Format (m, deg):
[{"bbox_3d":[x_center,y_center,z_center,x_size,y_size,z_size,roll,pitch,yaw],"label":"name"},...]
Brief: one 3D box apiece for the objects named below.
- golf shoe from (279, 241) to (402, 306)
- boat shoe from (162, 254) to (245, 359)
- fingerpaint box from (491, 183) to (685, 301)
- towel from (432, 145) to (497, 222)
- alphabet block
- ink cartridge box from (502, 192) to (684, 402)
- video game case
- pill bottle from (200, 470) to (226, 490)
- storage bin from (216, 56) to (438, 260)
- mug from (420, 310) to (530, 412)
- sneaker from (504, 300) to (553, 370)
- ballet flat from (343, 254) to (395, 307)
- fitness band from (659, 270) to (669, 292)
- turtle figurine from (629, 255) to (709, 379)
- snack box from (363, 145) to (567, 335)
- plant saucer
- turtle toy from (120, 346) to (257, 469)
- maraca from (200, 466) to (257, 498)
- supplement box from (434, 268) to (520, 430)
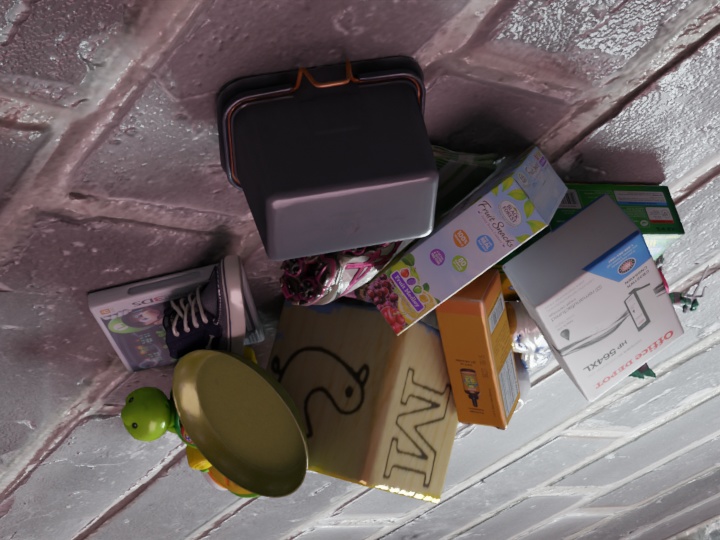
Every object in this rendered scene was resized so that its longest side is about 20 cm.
[{"bbox_3d":[0.003,-0.034,1.235,0.199,0.073,0.092,-37,160,31],"label":"golf shoe"},{"bbox_3d":[-0.176,0.049,1.297,0.091,0.076,0.201,-3,150,-8],"label":"boat shoe"},{"bbox_3d":[0.263,-0.031,1.415,0.197,0.074,0.167,0,151,-26],"label":"fingerpaint box"},{"bbox_3d":[0.033,-0.093,1.237,0.198,0.024,0.152,5,148,-37],"label":"towel"},{"bbox_3d":[0.003,0.159,1.434,0.193,0.203,0.196,7,168,37],"label":"alphabet block"},{"bbox_3d":[0.270,0.035,1.326,0.145,0.085,0.200,-36,132,2],"label":"ink cartridge box"},{"bbox_3d":[-0.216,0.059,1.399,0.179,0.024,0.201,-13,154,-3],"label":"video game case"},{"bbox_3d":[-0.137,0.236,1.685,0.198,0.111,0.109,-24,152,19],"label":"pill bottle"},{"bbox_3d":[-0.020,-0.099,1.045,0.197,0.135,0.147,-10,139,-11],"label":"storage bin"},{"bbox_3d":[0.167,0.125,1.580,0.148,0.155,0.186,-24,153,17],"label":"mug"},{"bbox_3d":[0.241,0.081,1.481,0.087,0.077,0.200,-11,167,15],"label":"sneaker"},{"bbox_3d":[0.000,0.000,1.361,0.198,0.069,0.071,14,123,-44],"label":"ballet flat"},{"bbox_3d":[0.344,0.042,1.642,0.197,0.038,0.144,-1,150,-28],"label":"fitness band"},{"bbox_3d":[0.383,0.040,1.538,0.148,0.203,0.100,8,-172,-41],"label":"turtle figurine"},{"bbox_3d":[0.115,-0.035,1.223,0.199,0.068,0.169,-37,-177,22],"label":"snack box"},{"bbox_3d":[-0.133,0.170,1.333,0.031,0.200,0.200,-41,176,-43],"label":"plant saucer"},{"bbox_3d":[-0.204,0.172,1.479,0.197,0.148,0.101,-14,158,-1],"label":"turtle toy"},{"bbox_3d":[-0.171,0.235,1.588,0.106,0.139,0.198,10,179,-42],"label":"maraca"},{"bbox_3d":[0.142,0.094,1.391,0.066,0.069,0.202,5,126,26],"label":"supplement box"}]
